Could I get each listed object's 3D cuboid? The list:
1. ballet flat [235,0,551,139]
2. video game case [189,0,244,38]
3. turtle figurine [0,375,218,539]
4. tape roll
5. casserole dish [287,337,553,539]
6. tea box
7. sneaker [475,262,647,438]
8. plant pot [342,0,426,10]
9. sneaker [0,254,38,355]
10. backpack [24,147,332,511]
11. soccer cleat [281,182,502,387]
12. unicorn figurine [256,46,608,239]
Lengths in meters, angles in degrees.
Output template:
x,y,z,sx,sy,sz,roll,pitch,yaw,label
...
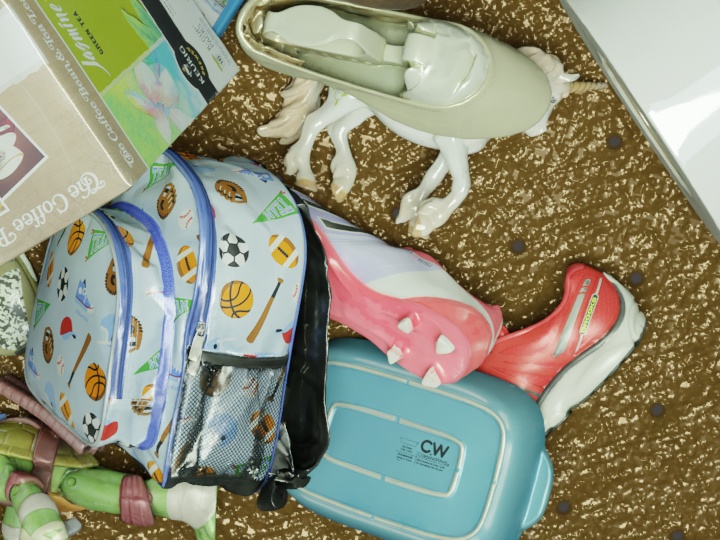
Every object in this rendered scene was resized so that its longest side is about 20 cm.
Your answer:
x,y,z,sx,sy,sz,roll,pitch,yaw,label
0.016,-0.128,1.113,0.198,0.069,0.070,14,105,11,ballet flat
-0.101,-0.235,1.079,0.143,0.018,0.200,43,139,1,video game case
-0.191,0.177,1.203,0.191,0.202,0.145,3,140,-6,turtle figurine
0.196,-0.106,1.103,0.070,0.203,0.203,-34,103,8,tape roll
0.026,0.115,1.196,0.198,0.039,0.123,16,92,22,casserole dish
-0.207,-0.092,1.074,0.199,0.197,0.134,-28,106,24,tea box
0.097,0.076,1.227,0.200,0.077,0.085,-45,83,8,sneaker
0.022,-0.262,1.080,0.185,0.188,0.202,14,119,-5,plant pot
-0.278,-0.019,1.172,0.077,0.089,0.200,-38,103,8,sneaker
-0.112,0.021,1.126,0.153,0.199,0.193,12,98,-38,backpack
0.000,0.000,1.193,0.199,0.076,0.067,34,127,16,soccer cleat
0.043,-0.093,1.165,0.198,0.074,0.139,23,93,-1,unicorn figurine
